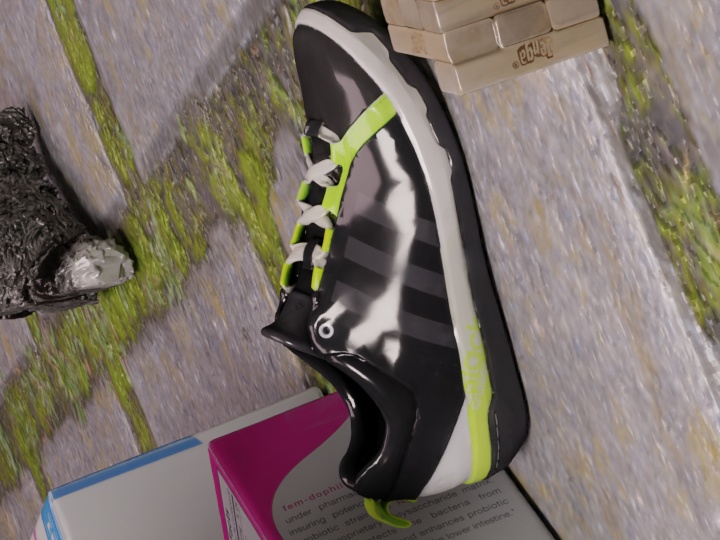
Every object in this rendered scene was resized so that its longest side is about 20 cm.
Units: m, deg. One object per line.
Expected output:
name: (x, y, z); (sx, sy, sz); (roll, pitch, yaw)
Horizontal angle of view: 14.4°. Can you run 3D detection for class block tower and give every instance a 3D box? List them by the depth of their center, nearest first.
block tower: (0.018, -0.157, 0.864); (0.058, 0.054, 0.200); (-157, 49, -70)

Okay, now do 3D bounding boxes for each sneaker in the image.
sneaker: (0.000, 0.000, 1.066); (0.072, 0.083, 0.200); (-173, 64, -72)

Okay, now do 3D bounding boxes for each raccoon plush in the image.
raccoon plush: (-0.194, -0.045, 1.733); (0.200, 0.097, 0.134); (-13, 84, 45)

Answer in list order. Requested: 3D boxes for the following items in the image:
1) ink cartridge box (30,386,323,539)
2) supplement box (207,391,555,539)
ink cartridge box: (-0.085, 0.140, 1.413); (0.200, 0.144, 0.085); (122, 126, -70)
supplement box: (0.027, 0.144, 1.124); (0.103, 0.101, 0.200); (84, 159, -43)
